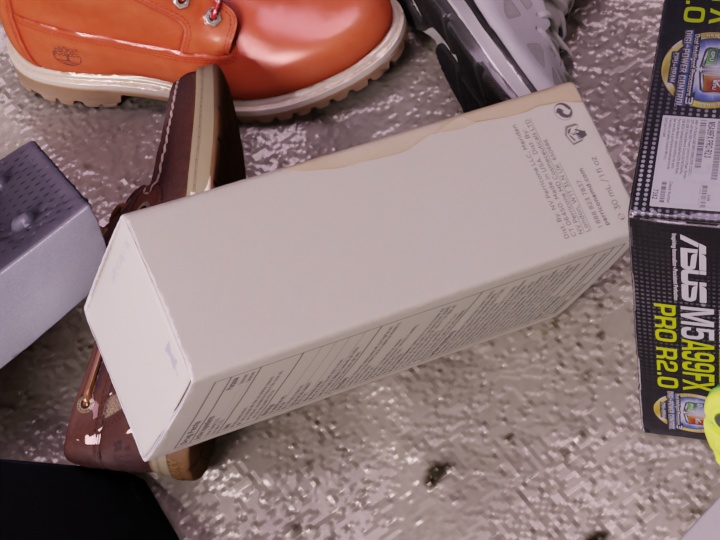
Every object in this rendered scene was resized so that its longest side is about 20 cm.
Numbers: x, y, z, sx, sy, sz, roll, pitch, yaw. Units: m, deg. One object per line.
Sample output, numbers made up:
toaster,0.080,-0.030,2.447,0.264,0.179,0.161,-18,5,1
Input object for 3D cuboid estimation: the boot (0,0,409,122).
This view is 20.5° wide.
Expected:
boot,-0.079,-0.129,0.933,0.199,0.107,0.075,1,55,9

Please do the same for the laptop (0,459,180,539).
laptop,-0.157,0.162,0.754,0.200,0.103,0.177,-38,42,-2

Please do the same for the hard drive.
hard drive,-0.201,0.027,0.852,0.200,0.042,0.135,-36,25,-7

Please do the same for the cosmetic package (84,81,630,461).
cosmetic package,0.000,0.000,0.796,0.199,0.104,0.073,-17,74,-24

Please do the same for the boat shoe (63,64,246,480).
boat shoe,-0.093,-0.004,0.876,0.072,0.072,0.201,0,63,8

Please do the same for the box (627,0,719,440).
box,0.146,-0.056,0.812,0.044,0.160,0.201,5,57,14

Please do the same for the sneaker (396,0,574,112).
sneaker,0.084,-0.131,0.922,0.115,0.076,0.201,-26,54,-5

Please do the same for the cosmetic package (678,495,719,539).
cosmetic package,0.137,0.151,0.683,0.200,0.107,0.090,-45,42,-11

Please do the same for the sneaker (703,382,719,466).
sneaker,0.230,0.060,0.777,0.199,0.074,0.084,5,53,-1
